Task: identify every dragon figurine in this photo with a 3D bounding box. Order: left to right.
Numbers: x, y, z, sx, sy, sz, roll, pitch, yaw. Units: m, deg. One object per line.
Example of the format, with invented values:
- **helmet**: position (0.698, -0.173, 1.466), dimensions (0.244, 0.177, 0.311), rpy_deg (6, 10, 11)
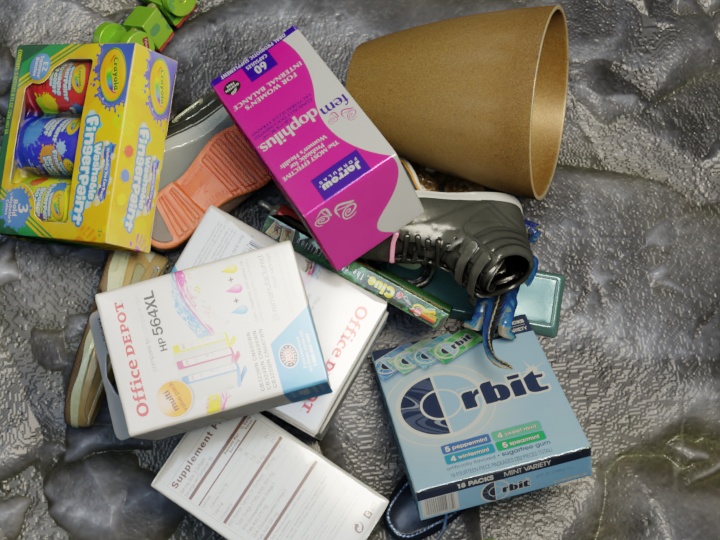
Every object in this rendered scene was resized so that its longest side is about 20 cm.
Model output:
- **dragon figurine**: position (0.142, 0.012, 1.206), dimensions (0.059, 0.200, 0.100), rpy_deg (15, 119, 4)

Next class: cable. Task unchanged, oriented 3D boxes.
- **cable**: position (-0.020, -0.032, 1.265), dimensions (0.200, 0.050, 0.097), rpy_deg (36, 78, 17)

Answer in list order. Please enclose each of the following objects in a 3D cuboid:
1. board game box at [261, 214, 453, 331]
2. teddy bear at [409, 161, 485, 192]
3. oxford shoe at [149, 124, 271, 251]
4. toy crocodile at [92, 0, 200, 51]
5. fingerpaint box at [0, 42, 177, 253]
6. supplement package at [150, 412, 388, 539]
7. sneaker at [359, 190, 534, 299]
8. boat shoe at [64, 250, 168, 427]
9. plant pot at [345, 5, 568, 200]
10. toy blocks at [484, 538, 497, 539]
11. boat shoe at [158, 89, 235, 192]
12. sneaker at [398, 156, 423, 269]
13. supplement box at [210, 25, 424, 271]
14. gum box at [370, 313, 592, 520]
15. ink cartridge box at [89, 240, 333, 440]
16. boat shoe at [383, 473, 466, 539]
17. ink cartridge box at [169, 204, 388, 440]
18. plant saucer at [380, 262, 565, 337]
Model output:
- **board game box**: position (0.000, 0.000, 1.203), dimensions (0.199, 0.105, 0.024), rpy_deg (29, 93, 6)
- **teddy bear**: position (0.081, -0.143, 1.301), dimensions (0.144, 0.067, 0.201), rpy_deg (-22, 86, -1)
- **oxford shoe**: position (-0.149, -0.094, 1.272), dimensions (0.200, 0.073, 0.071), rpy_deg (-36, 85, -9)
- **toy crocodile**: position (-0.229, -0.269, 1.319), dimensions (0.067, 0.062, 0.200), rpy_deg (22, 69, 40)
- **fingerpaint box**: position (-0.285, -0.126, 1.229), dimensions (0.166, 0.073, 0.201), rpy_deg (6, 85, 30)
- **supplement package**: position (-0.087, 0.221, 1.183), dimensions (0.199, 0.117, 0.118), rpy_deg (33, 79, 6)
- **sneaker**: position (0.076, -0.020, 1.138), dimensions (0.199, 0.071, 0.099), rpy_deg (-5, 44, -16)
- **boat shoe**: position (-0.247, 0.069, 1.241), dimensions (0.076, 0.072, 0.201), rpy_deg (17, 77, -9)
- **plant pot**: position (0.092, -0.173, 1.192), dimensions (0.199, 0.186, 0.188), rpy_deg (7, 77, 17)
- **toy blocks**: position (0.182, 0.368, 1.178), dimensions (0.136, 0.100, 0.201), rpy_deg (5, 78, -12)
- **boat shoe**: position (-0.172, -0.144, 1.294), dimensions (0.199, 0.071, 0.064), rpy_deg (-33, 48, 0)
- **sneaker**: position (-0.001, -0.088, 1.234), dimensions (0.200, 0.078, 0.080), rpy_deg (37, 65, 0)
- **supplement box**: position (-0.041, -0.115, 1.115), dimensions (0.101, 0.103, 0.200), rpy_deg (-34, 57, -2)
- **gum box**: position (0.114, 0.138, 1.185), dimensions (0.169, 0.045, 0.200), rpy_deg (-14, 39, -4)
- **ink cartridge box**: position (-0.137, 0.069, 1.062), dimensions (0.199, 0.125, 0.129), rpy_deg (-16, 81, -3)
- **boat shoe**: position (0.101, 0.194, 1.217), dimensions (0.200, 0.069, 0.084), rpy_deg (-44, 82, -10)
- **ink cartridge box**: position (-0.092, 0.058, 1.202), dimensions (0.199, 0.146, 0.147), rpy_deg (29, 81, 5)
- **plant saucer**: position (0.118, 0.019, 1.283), dimensions (0.199, 0.019, 0.070), rpy_deg (11, 78, 0)
